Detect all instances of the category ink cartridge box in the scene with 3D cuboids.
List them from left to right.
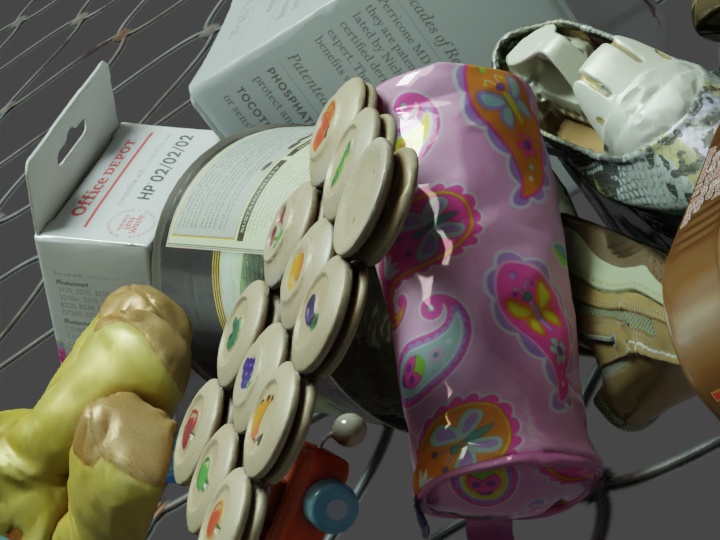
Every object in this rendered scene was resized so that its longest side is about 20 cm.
[{"bbox_3d":[-0.114,0.001,1.452,0.068,0.201,0.115,5,37,18],"label":"ink cartridge box"}]

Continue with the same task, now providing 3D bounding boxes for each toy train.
[{"bbox_3d":[-0.032,0.136,1.103,0.151,0.055,0.200,-66,19,4],"label":"toy train"}]

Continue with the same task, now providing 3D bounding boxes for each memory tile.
[{"bbox_3d":[-0.031,0.023,1.123,0.153,0.017,0.200,-114,47,-68],"label":"memory tile"}]

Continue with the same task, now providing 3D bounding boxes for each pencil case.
[{"bbox_3d":[0.049,0.013,1.141,0.087,0.087,0.201,-27,60,34],"label":"pencil case"}]

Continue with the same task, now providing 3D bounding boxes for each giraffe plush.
[{"bbox_3d":[-0.180,0.095,1.274,0.173,0.162,0.201,-98,25,-74],"label":"giraffe plush"}]

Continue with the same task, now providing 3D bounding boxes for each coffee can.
[{"bbox_3d":[0.000,0.000,1.312,0.146,0.146,0.200,-44,18,-17],"label":"coffee can"}]

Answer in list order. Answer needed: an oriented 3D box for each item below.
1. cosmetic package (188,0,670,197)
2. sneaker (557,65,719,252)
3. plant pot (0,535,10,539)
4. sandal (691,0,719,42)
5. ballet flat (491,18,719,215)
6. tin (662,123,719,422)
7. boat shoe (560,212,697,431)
[{"bbox_3d":[0.043,-0.116,1.483,0.200,0.166,0.167,-31,19,21],"label":"cosmetic package"},{"bbox_3d":[0.161,-0.058,1.255,0.114,0.076,0.199,-40,20,-7],"label":"sneaker"},{"bbox_3d":[-0.141,0.207,1.068,0.134,0.201,0.200,13,43,21],"label":"plant pot"},{"bbox_3d":[0.205,-0.133,1.262,0.082,0.055,0.200,-13,-7,30],"label":"sandal"},{"bbox_3d":[0.110,-0.073,1.185,0.072,0.072,0.200,-42,26,-9],"label":"ballet flat"},{"bbox_3d":[0.171,0.002,1.022,0.042,0.112,0.200,-38,14,36],"label":"tin"},{"bbox_3d":[0.127,0.033,1.131,0.076,0.071,0.200,-69,21,3],"label":"boat shoe"}]
